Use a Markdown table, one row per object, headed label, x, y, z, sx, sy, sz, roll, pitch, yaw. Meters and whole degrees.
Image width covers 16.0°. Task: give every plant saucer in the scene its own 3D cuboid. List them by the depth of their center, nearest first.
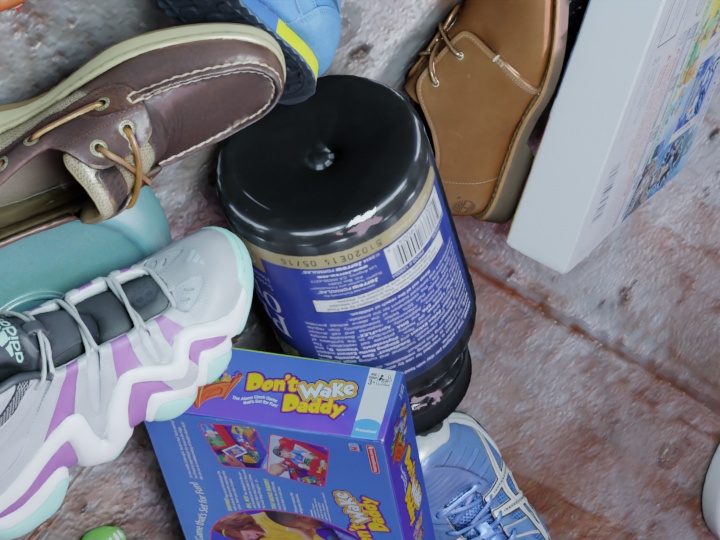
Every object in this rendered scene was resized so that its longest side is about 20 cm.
| label | x | y | z | sx | sy | sz | roll | pitch | yaw |
| --- | --- | --- | --- | --- | --- | --- | --- | --- | --- |
| plant saucer | -0.174 | 0.032 | 1.288 | 0.200 | 0.027 | 0.200 | -26 | 139 | -24 |

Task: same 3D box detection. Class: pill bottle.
| label | x | y | z | sx | sy | sz | roll | pitch | yaw |
| --- | --- | --- | --- | --- | --- | --- | --- | --- | --- |
| pill bottle | 0.000 | 0.000 | 1.354 | 0.112 | 0.112 | 0.200 | -36 | 141 | -13 |

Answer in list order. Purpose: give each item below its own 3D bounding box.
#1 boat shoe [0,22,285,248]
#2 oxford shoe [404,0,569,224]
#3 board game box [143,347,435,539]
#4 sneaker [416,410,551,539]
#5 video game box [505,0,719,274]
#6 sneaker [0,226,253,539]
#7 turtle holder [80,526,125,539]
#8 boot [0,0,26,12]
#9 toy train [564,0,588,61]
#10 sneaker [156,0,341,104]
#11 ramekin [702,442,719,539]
| label | x | y | z | sx | sy | sz | roll | pitch | yaw |
| --- | --- | --- | --- | --- | --- | --- | --- | --- | --- |
| boat shoe | -0.123 | -0.050 | 1.179 | 0.200 | 0.072 | 0.072 | -19 | 140 | -5 |
| oxford shoe | 0.063 | -0.113 | 1.352 | 0.071 | 0.071 | 0.200 | 3 | 120 | -18 |
| board game box | -0.035 | 0.118 | 1.399 | 0.200 | 0.134 | 0.045 | 79 | 23 | -54 |
| sneaker | 0.078 | 0.153 | 1.600 | 0.076 | 0.077 | 0.200 | -44 | 142 | 0 |
| video game box | 0.160 | -0.119 | 1.400 | 0.182 | 0.047 | 0.200 | -34 | 148 | -54 |
| sneaker | -0.149 | 0.037 | 1.229 | 0.200 | 0.078 | 0.140 | -46 | 144 | -1 |
| turtle holder | -0.135 | 0.225 | 1.414 | 0.141 | 0.132 | 0.186 | -28 | 140 | -21 |
| boot | -0.167 | -0.133 | 1.090 | 0.200 | 0.075 | 0.107 | 5 | 126 | -24 |
| toy train | 0.118 | -0.197 | 1.350 | 0.046 | 0.034 | 0.200 | -35 | 144 | -32 |
| sneaker | -0.069 | -0.165 | 1.191 | 0.200 | 0.066 | 0.079 | 50 | 49 | -43 |
| ramekin | 0.354 | 0.147 | 1.837 | 0.200 | 0.105 | 0.200 | -26 | 139 | -25 |
